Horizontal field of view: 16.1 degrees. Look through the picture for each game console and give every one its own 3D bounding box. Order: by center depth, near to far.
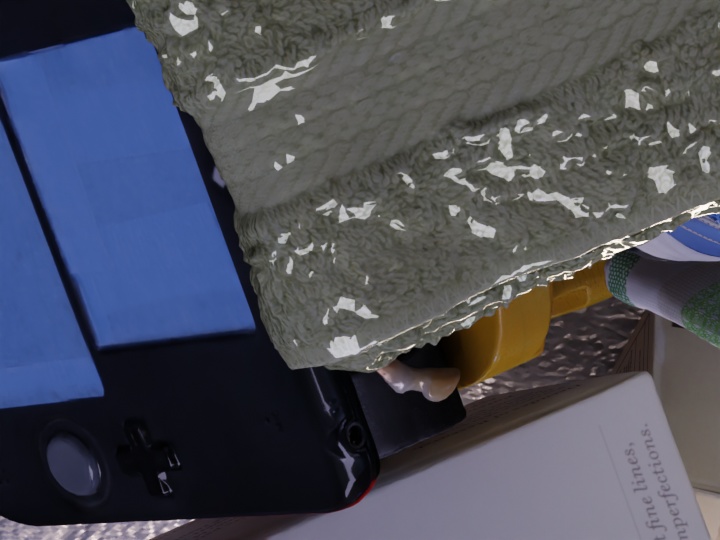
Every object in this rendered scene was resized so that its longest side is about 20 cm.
[{"bbox_3d":[-0.089,-0.020,0.731,0.177,0.031,0.200,-6,109,48],"label":"game console"}]

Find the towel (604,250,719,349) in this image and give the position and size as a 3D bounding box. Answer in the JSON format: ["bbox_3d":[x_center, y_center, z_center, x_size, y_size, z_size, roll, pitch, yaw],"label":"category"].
[{"bbox_3d":[0.183,0.003,0.774,0.149,0.200,0.031,-26,116,-16],"label":"towel"}]

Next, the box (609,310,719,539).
[{"bbox_3d":[0.123,0.106,1.022,0.078,0.095,0.200,11,143,-8],"label":"box"}]

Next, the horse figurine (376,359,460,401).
[{"bbox_3d":[-0.007,-0.046,0.757,0.133,0.200,0.050,29,173,-14],"label":"horse figurine"}]

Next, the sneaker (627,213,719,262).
[{"bbox_3d":[0.079,-0.084,0.716,0.077,0.076,0.200,14,145,56],"label":"sneaker"}]

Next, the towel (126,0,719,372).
[{"bbox_3d":[0.047,-0.070,0.646,0.200,0.036,0.148,-24,101,1],"label":"towel"}]

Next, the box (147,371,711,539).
[{"bbox_3d":[0.027,0.163,0.899,0.200,0.199,0.131,-21,-178,-25],"label":"box"}]

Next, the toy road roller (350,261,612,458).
[{"bbox_3d":[0.000,0.000,0.879,0.146,0.123,0.200,-21,-179,-29],"label":"toy road roller"}]
